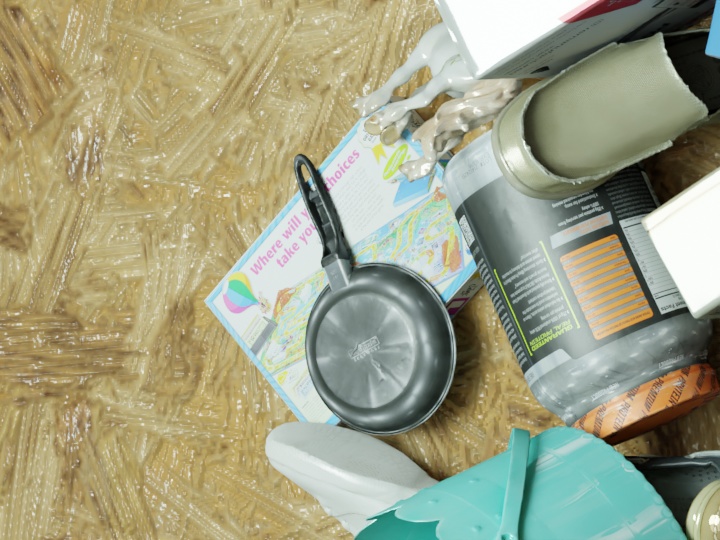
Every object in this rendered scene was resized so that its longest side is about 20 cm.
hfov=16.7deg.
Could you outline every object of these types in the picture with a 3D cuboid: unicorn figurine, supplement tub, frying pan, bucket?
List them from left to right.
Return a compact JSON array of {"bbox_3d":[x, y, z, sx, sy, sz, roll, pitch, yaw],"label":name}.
[{"bbox_3d":[0.006,0.015,1.618,0.114,0.031,0.191,-4,93,29],"label":"frying pan"},{"bbox_3d":[0.056,-0.135,1.565,0.137,0.074,0.200,-42,40,5],"label":"unicorn figurine"},{"bbox_3d":[0.104,0.199,1.466,0.207,0.134,0.208,43,149,35],"label":"bucket"},{"bbox_3d":[0.140,0.004,1.522,0.122,0.122,0.201,-28,77,28],"label":"supplement tub"}]

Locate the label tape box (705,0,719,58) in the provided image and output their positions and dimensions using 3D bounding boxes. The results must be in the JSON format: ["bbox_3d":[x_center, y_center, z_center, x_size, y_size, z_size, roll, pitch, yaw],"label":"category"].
[{"bbox_3d":[0.253,-0.186,1.402,0.063,0.200,0.145,17,100,37],"label":"label tape box"}]

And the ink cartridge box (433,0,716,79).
[{"bbox_3d":[0.149,-0.183,1.467,0.146,0.200,0.083,-30,80,28],"label":"ink cartridge box"}]

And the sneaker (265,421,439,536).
[{"bbox_3d":[0.020,0.170,1.615,0.199,0.075,0.089,24,112,14],"label":"sneaker"}]

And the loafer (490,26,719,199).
[{"bbox_3d":[0.165,-0.105,1.464,0.076,0.199,0.068,60,153,8],"label":"loafer"}]

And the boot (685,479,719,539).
[{"bbox_3d":[0.284,0.205,1.407,0.155,0.073,0.201,-3,121,57],"label":"boot"}]

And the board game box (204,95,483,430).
[{"bbox_3d":[0.000,0.000,1.655,0.200,0.034,0.135,-48,69,23],"label":"board game box"}]

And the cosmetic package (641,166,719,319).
[{"bbox_3d":[0.278,-0.051,1.451,0.200,0.103,0.073,-35,74,25],"label":"cosmetic package"}]

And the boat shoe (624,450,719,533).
[{"bbox_3d":[0.228,0.148,1.510,0.199,0.060,0.076,-6,88,30],"label":"boat shoe"}]
